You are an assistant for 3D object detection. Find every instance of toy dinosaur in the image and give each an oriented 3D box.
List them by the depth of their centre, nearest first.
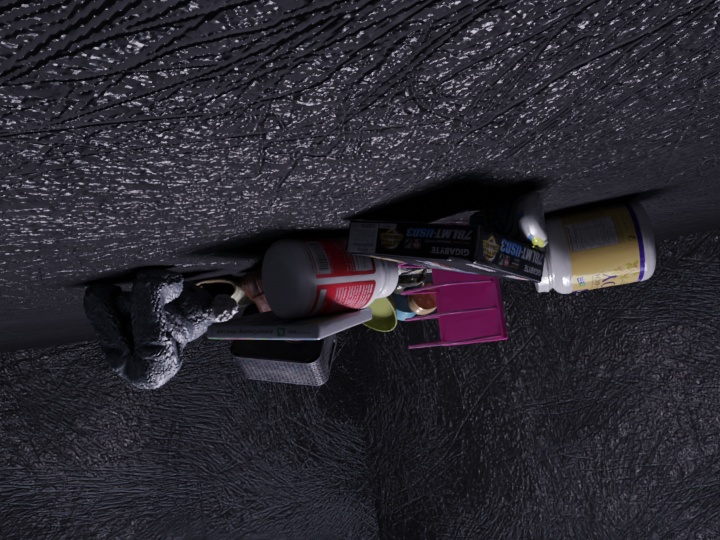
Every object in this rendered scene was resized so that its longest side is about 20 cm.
[{"bbox_3d":[0.094,0.030,1.158,0.087,0.048,0.198,7,163,-42],"label":"toy dinosaur"}]

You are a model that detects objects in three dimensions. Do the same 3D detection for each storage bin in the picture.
[{"bbox_3d":[-0.160,0.155,1.134,0.196,0.137,0.095,2,140,13],"label":"storage bin"}]

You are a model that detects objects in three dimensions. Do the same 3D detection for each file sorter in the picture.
[{"bbox_3d":[0.148,0.028,0.921,0.124,0.204,0.138,-1,170,-41],"label":"file sorter"}]

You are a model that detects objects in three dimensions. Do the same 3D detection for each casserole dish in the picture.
[{"bbox_3d":[0.065,0.054,1.242,0.198,0.039,0.121,30,-144,22],"label":"casserole dish"}]

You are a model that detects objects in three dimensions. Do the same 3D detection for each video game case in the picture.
[{"bbox_3d":[-0.099,0.079,0.806,0.179,0.023,0.199,-3,-178,22],"label":"video game case"}]

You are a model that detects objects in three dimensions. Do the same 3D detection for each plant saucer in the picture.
[{"bbox_3d":[0.005,0.053,1.171,0.031,0.201,0.199,-48,-165,-28],"label":"plant saucer"}]

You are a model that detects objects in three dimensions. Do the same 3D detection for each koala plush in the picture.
[{"bbox_3d":[-0.323,0.084,0.908,0.174,0.187,0.200,-11,-174,24],"label":"koala plush"}]

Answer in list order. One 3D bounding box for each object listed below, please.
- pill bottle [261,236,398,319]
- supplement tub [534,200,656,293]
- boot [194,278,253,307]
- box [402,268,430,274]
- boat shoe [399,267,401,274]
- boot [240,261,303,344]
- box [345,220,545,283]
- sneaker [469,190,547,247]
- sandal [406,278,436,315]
[{"bbox_3d":[-0.040,0.007,0.804,0.198,0.115,0.111,-4,173,-41],"label":"pill bottle"},{"bbox_3d":[0.416,-0.038,0.979,0.196,0.148,0.145,-11,174,14],"label":"supplement tub"},{"bbox_3d":[-0.326,0.065,1.105,0.196,0.073,0.155,-17,175,4],"label":"boot"},{"bbox_3d":[0.127,-0.020,1.165,0.197,0.050,0.160,-6,172,-32],"label":"box"},{"bbox_3d":[-0.002,0.001,0.947,0.200,0.088,0.074,-5,173,-43],"label":"boat shoe"},{"bbox_3d":[-0.134,0.061,0.977,0.064,0.187,0.199,-50,-165,-26],"label":"boot"},{"bbox_3d":[0.115,-0.026,0.709,0.196,0.051,0.198,9,180,40],"label":"box"},{"bbox_3d":[0.205,-0.060,0.753,0.103,0.077,0.200,-10,175,16],"label":"sneaker"},{"bbox_3d":[0.180,0.028,1.103,0.210,0.078,0.070,-24,162,-48],"label":"sandal"}]
